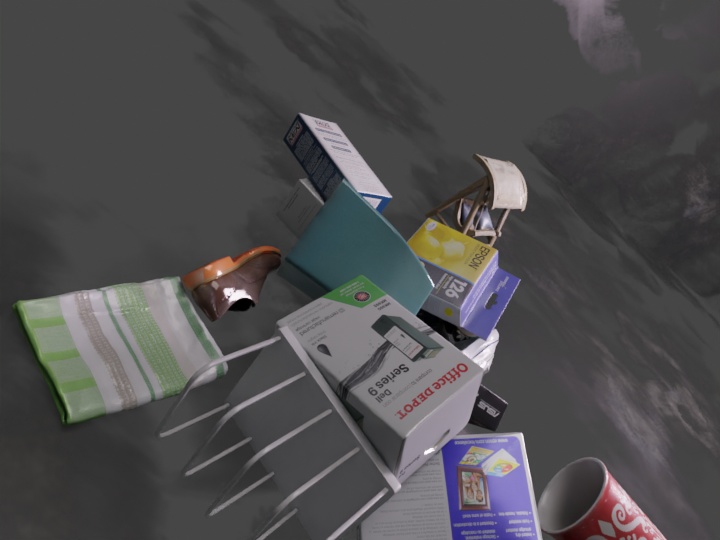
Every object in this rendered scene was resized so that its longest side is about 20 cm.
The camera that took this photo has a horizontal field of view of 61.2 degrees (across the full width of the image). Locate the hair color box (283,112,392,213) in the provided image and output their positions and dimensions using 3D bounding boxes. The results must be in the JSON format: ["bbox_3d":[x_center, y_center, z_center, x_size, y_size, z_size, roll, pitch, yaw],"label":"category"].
[{"bbox_3d":[-0.041,-0.177,1.045,0.099,0.061,0.202,3,46,-49],"label":"hair color box"}]

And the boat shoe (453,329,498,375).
[{"bbox_3d":[0.197,0.159,1.078,0.198,0.072,0.069,-17,87,-53],"label":"boat shoe"}]

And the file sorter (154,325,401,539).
[{"bbox_3d":[-0.088,0.191,0.602,0.201,0.139,0.123,51,33,16],"label":"file sorter"}]

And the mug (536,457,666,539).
[{"bbox_3d":[0.365,0.417,0.906,0.200,0.178,0.133,44,-7,-4],"label":"mug"}]

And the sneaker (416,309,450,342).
[{"bbox_3d":[0.107,0.062,1.048,0.072,0.082,0.202,-4,43,-16],"label":"sneaker"}]

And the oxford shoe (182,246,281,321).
[{"bbox_3d":[-0.162,0.017,0.826,0.074,0.070,0.199,65,27,-2],"label":"oxford shoe"}]

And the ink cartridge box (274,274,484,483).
[{"bbox_3d":[0.018,0.113,0.679,0.198,0.086,0.144,36,44,30],"label":"ink cartridge box"}]

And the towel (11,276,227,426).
[{"bbox_3d":[-0.251,0.075,0.663,0.150,0.031,0.198,53,31,19],"label":"towel"}]

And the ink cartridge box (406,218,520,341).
[{"bbox_3d":[0.158,0.006,1.027,0.196,0.048,0.198,24,39,18],"label":"ink cartridge box"}]

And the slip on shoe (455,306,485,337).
[{"bbox_3d":[0.164,0.047,1.075,0.074,0.061,0.203,15,37,-27],"label":"slip on shoe"}]

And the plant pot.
[{"bbox_3d":[0.000,0.000,0.894,0.198,0.143,0.141,38,-14,-4],"label":"plant pot"}]

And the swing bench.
[{"bbox_3d":[0.295,-0.159,1.461,0.197,0.201,0.131,-6,53,-53],"label":"swing bench"}]

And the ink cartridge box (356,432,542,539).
[{"bbox_3d":[0.092,0.279,0.640,0.192,0.044,0.205,-1,58,-4],"label":"ink cartridge box"}]

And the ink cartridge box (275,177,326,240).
[{"bbox_3d":[-0.028,-0.068,1.065,0.201,0.088,0.145,49,29,10],"label":"ink cartridge box"}]

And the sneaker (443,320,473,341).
[{"bbox_3d":[0.174,0.068,1.149,0.200,0.078,0.073,-120,-173,-68],"label":"sneaker"}]

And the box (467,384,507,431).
[{"bbox_3d":[0.089,0.149,0.865,0.198,0.050,0.161,35,-13,-14],"label":"box"}]
